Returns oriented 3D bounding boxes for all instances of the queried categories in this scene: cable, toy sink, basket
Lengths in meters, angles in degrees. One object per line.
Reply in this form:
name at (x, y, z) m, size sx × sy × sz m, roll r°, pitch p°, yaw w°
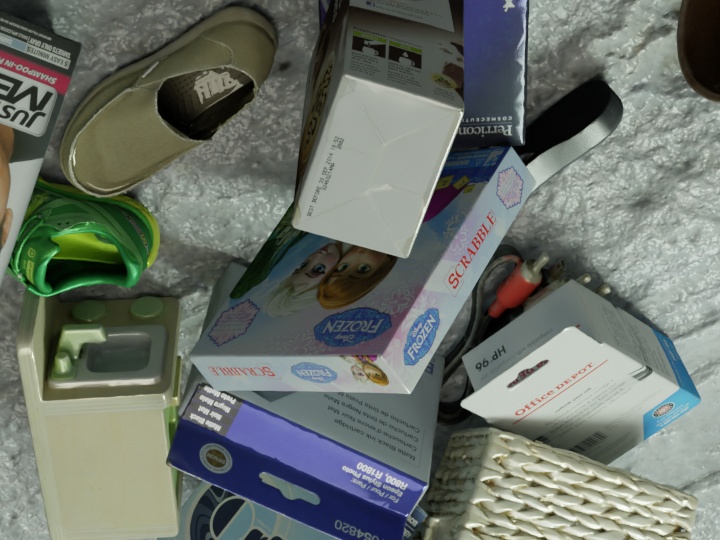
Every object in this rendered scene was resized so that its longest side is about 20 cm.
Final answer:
cable at (0.103, 0.054, 1.597) m, size 0.097 × 0.050 × 0.200 m, roll 27°, pitch 119°, yaw -26°
toy sink at (-0.196, 0.096, 1.570) m, size 0.111 × 0.131 × 0.201 m, roll -3°, pitch 124°, yaw 0°
basket at (0.153, 0.210, 1.578) m, size 0.199 × 0.136 × 0.124 m, roll 20°, pitch 79°, yaw -12°

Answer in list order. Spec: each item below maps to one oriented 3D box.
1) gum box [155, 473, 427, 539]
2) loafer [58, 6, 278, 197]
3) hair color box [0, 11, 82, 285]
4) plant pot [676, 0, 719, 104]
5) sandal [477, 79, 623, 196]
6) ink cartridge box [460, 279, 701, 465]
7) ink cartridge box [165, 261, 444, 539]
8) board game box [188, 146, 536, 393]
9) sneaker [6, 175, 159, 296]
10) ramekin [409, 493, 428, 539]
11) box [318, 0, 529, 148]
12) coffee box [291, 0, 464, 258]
gum box at (-0.071, 0.224, 1.592) m, size 0.200 × 0.170 × 0.045 m, roll -52°, pitch 141°, yaw -5°
loafer at (-0.146, -0.117, 1.462) m, size 0.200 × 0.068 × 0.076 m, roll -37°, pitch 118°, yaw 21°
hair color box at (-0.281, -0.084, 1.415) m, size 0.099 × 0.061 × 0.201 m, roll 20°, pitch 88°, yaw -29°
plant pot at (0.360, -0.166, 1.383) m, size 0.198 × 0.201 × 0.200 m, roll 25°, pitch 120°, yaw -28°
sandal at (0.106, -0.079, 1.499) m, size 0.200 × 0.076 × 0.043 m, roll -41°, pitch 119°, yaw 11°
ink cartridge box at (0.164, 0.080, 1.566) m, size 0.116 × 0.068 × 0.200 m, roll -37°, pitch 142°, yaw 21°
ink cartridge box at (-0.036, 0.104, 1.527) m, size 0.199 × 0.200 × 0.041 m, roll 24°, pitch 130°, yaw -12°
board game box at (0.000, 0.000, 1.422) m, size 0.199 × 0.200 × 0.041 m, roll -4°, pitch 134°, yaw 45°
sneaker at (-0.253, -0.029, 1.509) m, size 0.199 × 0.084 × 0.074 m, roll 6°, pitch 124°, yaw -3°
ramekin at (0.087, 0.278, 1.727) m, size 0.201 × 0.094 × 0.203 m, roll -1°, pitch 124°, yaw -1°
box at (0.042, -0.192, 1.395) m, size 0.147 × 0.104 × 0.201 m, roll -3°, pitch 124°, yaw 0°
coffee box at (0.013, -0.115, 1.262) m, size 0.079 × 0.200 × 0.113 m, roll 15°, pitch 124°, yaw -8°
